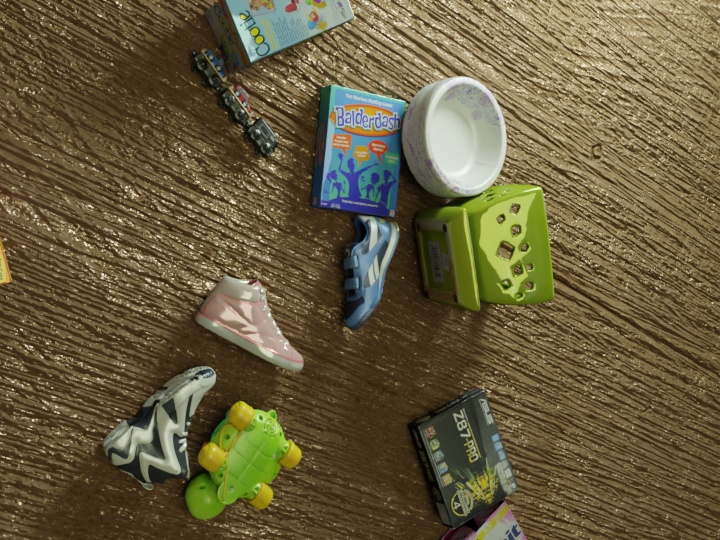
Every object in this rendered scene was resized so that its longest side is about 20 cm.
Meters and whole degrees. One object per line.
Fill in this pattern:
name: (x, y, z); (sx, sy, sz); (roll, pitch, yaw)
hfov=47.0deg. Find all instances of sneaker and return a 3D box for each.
sneaker: (-0.158, 0.080, 1.325); (0.198, 0.075, 0.106); (31, 83, -21)
sneaker: (-0.279, 0.251, 1.267); (0.199, 0.079, 0.131); (-42, 111, -20)
sneaker: (0.000, 0.000, 1.413); (0.081, 0.074, 0.204); (23, 74, -25)

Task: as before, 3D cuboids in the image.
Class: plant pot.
plant pot: (0.207, -0.035, 1.457); (0.178, 0.198, 0.205); (-13, 99, -20)

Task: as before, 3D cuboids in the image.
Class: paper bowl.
paper bowl: (0.156, -0.230, 1.458); (0.197, 0.103, 0.206); (0, 90, -37)

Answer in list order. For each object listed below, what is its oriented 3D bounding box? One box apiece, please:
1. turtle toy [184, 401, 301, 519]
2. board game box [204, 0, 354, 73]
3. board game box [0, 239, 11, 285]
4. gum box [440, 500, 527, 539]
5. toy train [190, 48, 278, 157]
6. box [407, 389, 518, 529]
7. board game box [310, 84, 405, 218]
turtle toy: (-0.197, 0.302, 1.299); (0.146, 0.100, 0.201); (45, 73, -24)
board game box: (-0.127, -0.403, 1.307); (0.198, 0.102, 0.107); (-30, 105, -24)
board game box: (-0.568, -0.061, 1.028); (0.196, 0.199, 0.205); (-17, 100, -26)
gum box: (0.212, 0.533, 1.549); (0.199, 0.066, 0.115); (-40, 110, -22)
toy train: (-0.197, -0.269, 1.314); (0.046, 0.034, 0.201); (-46, 112, -22)
box: (0.191, 0.346, 1.530); (0.159, 0.049, 0.204); (-21, 94, -27)
board game box: (-0.003, -0.200, 1.415); (0.149, 0.045, 0.205); (5, 89, -29)
